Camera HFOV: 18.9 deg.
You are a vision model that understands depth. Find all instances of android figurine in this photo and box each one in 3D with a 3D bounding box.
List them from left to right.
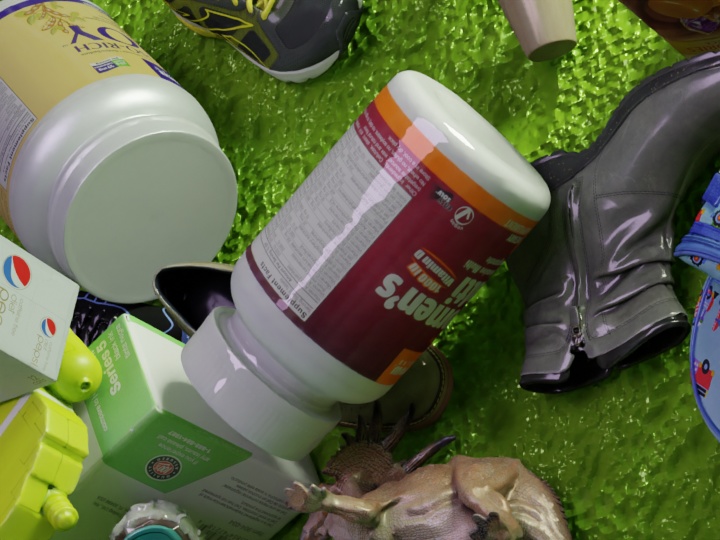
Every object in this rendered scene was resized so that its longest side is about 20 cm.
[{"bbox_3d":[-0.212,0.110,1.204,0.183,0.041,0.200,-55,37,2],"label":"android figurine"}]

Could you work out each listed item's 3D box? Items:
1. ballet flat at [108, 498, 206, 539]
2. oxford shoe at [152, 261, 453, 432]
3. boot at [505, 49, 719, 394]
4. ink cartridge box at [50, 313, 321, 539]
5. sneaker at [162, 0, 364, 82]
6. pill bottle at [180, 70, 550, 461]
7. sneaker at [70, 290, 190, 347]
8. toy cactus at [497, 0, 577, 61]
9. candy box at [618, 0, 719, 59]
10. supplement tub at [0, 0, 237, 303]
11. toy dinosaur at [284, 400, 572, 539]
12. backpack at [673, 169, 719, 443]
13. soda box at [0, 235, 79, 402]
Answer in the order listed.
[{"bbox_3d":[-0.085,0.216,1.197,0.071,0.072,0.201,-8,103,39],"label":"ballet flat"},{"bbox_3d":[-0.039,0.044,1.256,0.199,0.075,0.071,17,87,33],"label":"oxford shoe"},{"bbox_3d":[0.157,-0.020,1.145,0.200,0.067,0.131,-34,54,34],"label":"boot"},{"bbox_3d":[-0.146,0.140,1.265,0.200,0.145,0.084,-42,45,17],"label":"ink cartridge box"},{"bbox_3d":[-0.082,-0.179,1.416,0.199,0.084,0.075,20,83,45],"label":"sneaker"},{"bbox_3d":[0.000,0.000,1.159,0.200,0.109,0.110,-49,45,13],"label":"pill bottle"},{"bbox_3d":[-0.186,0.046,1.398,0.199,0.078,0.071,-1,68,42],"label":"sneaker"},{"bbox_3d":[0.093,-0.203,1.285,0.199,0.102,0.166,-23,74,29],"label":"toy cactus"},{"bbox_3d":[0.231,-0.179,1.114,0.199,0.116,0.057,-16,59,35],"label":"candy box"},{"bbox_3d":[-0.180,-0.081,1.410,0.146,0.145,0.200,-53,45,7],"label":"supplement tub"},{"bbox_3d":[0.045,0.127,1.157,0.199,0.136,0.086,2,112,21],"label":"toy dinosaur"},{"bbox_3d":[0.231,0.023,1.000,0.182,0.134,0.201,34,96,47],"label":"backpack"},{"bbox_3d":[-0.249,0.045,1.207,0.199,0.068,0.064,-20,48,40],"label":"soda box"}]
